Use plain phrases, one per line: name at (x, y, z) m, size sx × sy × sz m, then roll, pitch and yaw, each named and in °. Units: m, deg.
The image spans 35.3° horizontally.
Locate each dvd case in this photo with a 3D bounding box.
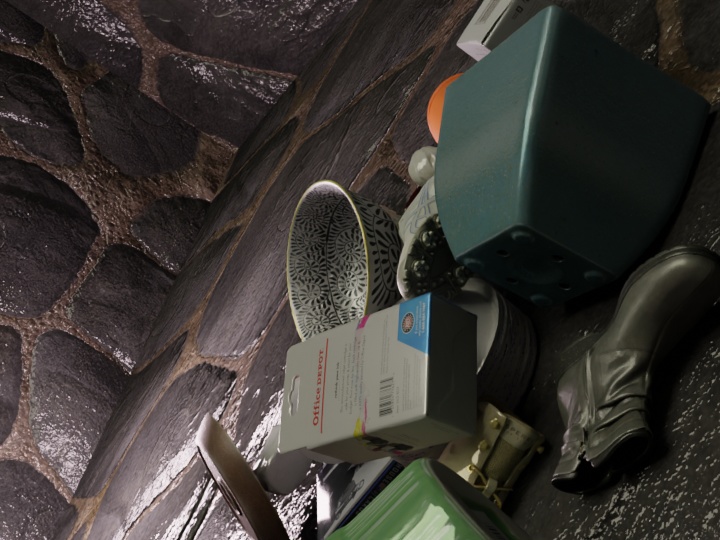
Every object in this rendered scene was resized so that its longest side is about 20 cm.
dvd case at (0.014, 0.212, 1.303) m, size 0.200 × 0.025 × 0.151 m, roll -52°, pitch 16°, yaw 19°

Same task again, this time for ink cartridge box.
ink cartridge box at (0.014, 0.108, 1.047) m, size 0.199 × 0.068 × 0.116 m, roll -22°, pitch 55°, yaw 43°

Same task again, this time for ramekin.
ramekin at (0.076, 0.224, 0.783) m, size 0.098 × 0.200 × 0.200 m, roll -48°, pitch 16°, yaw 3°

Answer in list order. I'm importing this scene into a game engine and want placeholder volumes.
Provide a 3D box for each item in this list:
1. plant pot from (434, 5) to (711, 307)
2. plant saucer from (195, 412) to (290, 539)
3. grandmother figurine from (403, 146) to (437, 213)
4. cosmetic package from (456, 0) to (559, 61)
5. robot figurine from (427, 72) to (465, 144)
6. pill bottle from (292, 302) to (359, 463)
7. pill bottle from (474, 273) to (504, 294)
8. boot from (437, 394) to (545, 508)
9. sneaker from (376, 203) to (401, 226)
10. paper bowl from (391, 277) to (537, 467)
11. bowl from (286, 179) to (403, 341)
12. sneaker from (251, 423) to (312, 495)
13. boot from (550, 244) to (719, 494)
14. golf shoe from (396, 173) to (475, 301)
plant pot at (0.182, -0.085, 1.071) m, size 0.195 × 0.195 × 0.202 m, roll -30°, pitch 38°, yaw 58°
plant saucer at (-0.148, 0.268, 1.379) m, size 0.034 × 0.202 × 0.200 m, roll -31°, pitch 8°, yaw -17°
grandmother figurine at (0.102, -0.102, 1.397) m, size 0.122 × 0.060 × 0.200 m, roll -51°, pitch -20°, yaw -1°
cosmetic package at (0.211, -0.214, 1.194) m, size 0.081 × 0.199 × 0.113 m, roll -55°, pitch 13°, yaw 4°
robot figurine at (0.150, -0.199, 1.507) m, size 0.200 × 0.115 × 0.145 m, roll -108°, pitch 21°, yaw -71°
pill bottle at (-0.022, 0.122, 1.330) m, size 0.112 × 0.112 × 0.201 m, roll -43°, pitch 21°, yaw 42°
pill bottle at (0.150, -0.069, 1.261) m, size 0.201 × 0.114 × 0.114 m, roll -62°, pitch 16°, yaw -17°
boot at (0.102, 0.200, 0.975) m, size 0.156 × 0.072 × 0.200 m, roll -54°, pitch 13°, yaw 7°
sneaker at (0.026, -0.023, 1.360) m, size 0.200 × 0.076 × 0.081 m, roll 48°, pitch 123°, yaw 47°
paper bowl at (0.074, 0.097, 1.147) m, size 0.200 × 0.104 × 0.201 m, roll -40°, pitch 26°, yaw 24°
bowl at (0.000, 0.000, 1.262) m, size 0.200 × 0.093 × 0.203 m, roll 8°, pitch 99°, yaw 62°
sneaker at (-0.069, 0.194, 1.413) m, size 0.200 × 0.076 × 0.088 m, roll -44°, pitch 17°, yaw -28°
boot at (0.217, 0.085, 0.873) m, size 0.200 × 0.067 × 0.131 m, roll -54°, pitch 19°, yaw 40°
golf shoe at (0.073, -0.031, 1.153) m, size 0.097 × 0.078 × 0.201 m, roll -23°, pitch 27°, yaw 44°
